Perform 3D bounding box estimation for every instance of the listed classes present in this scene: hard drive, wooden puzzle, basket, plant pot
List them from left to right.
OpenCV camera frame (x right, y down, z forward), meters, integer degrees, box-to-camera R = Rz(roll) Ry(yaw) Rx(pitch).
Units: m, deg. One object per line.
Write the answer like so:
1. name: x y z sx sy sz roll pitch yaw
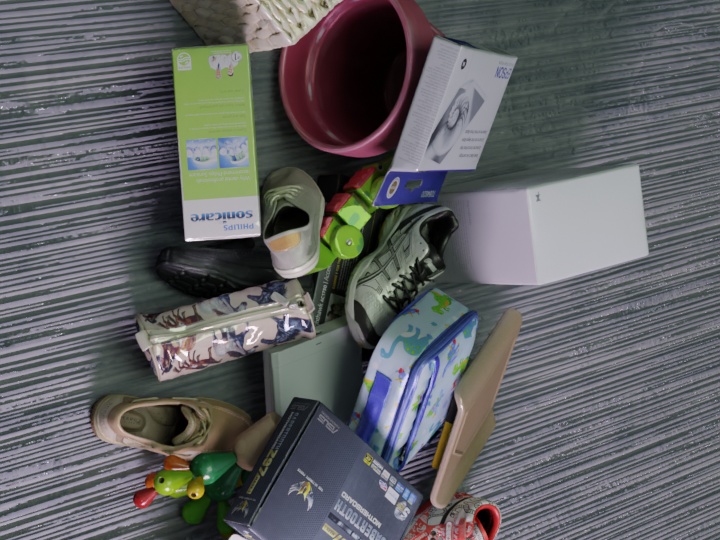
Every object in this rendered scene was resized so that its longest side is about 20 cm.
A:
1. basket: -0.116 -0.320 1.621 0.124 0.199 0.136 -50 117 -19
2. hard drive: -0.052 0.164 1.728 0.131 0.026 0.202 -20 119 -36
3. plant pot: 0.033 -0.226 1.744 0.178 0.199 0.202 7 85 -51
4. wooden puzzle: 0.136 0.167 1.825 0.185 0.037 0.201 -51 157 -45

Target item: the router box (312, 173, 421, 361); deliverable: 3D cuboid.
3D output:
1. router box: 0.000 0.000 1.790 0.148 0.051 0.202 19 78 -34

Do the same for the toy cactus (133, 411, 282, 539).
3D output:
1. toy cactus: -0.140 0.227 1.628 0.165 0.103 0.199 -47 137 16

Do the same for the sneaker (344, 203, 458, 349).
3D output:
1. sneaker: 0.050 0.000 1.720 0.076 0.087 0.201 46 55 -37

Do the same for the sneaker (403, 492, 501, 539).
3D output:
1. sneaker: 0.084 0.338 1.814 0.201 0.107 0.068 -33 109 -32

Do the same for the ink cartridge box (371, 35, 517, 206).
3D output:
1. ink cartridge box: 0.100 -0.160 1.684 0.199 0.040 0.202 -12 125 -65

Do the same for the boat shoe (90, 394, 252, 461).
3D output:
1. boat shoe: -0.195 0.175 1.632 0.199 0.064 0.072 8 85 -37

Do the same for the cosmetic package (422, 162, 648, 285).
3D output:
1. cosmetic package: 0.219 -0.058 1.865 0.198 0.199 0.124 -13 97 -36

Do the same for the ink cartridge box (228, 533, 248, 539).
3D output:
1. ink cartridge box: -0.160 0.378 1.623 0.117 0.067 0.201 31 89 -33

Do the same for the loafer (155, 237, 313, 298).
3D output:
1. loafer: -0.142 -0.005 1.680 0.199 0.068 0.071 11 65 -34

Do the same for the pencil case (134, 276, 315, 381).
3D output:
1. pencil case: -0.147 0.061 1.619 0.198 0.090 0.078 -15 68 -13

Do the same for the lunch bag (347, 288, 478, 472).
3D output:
1. lunch bag: 0.056 0.134 1.711 0.161 0.082 0.201 -35 150 -50

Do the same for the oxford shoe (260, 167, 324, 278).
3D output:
1. oxford shoe: -0.080 -0.068 1.658 0.075 0.201 0.058 -20 123 8

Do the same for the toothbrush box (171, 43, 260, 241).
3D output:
1. toothbrush box: -0.154 -0.135 1.606 0.085 0.146 0.202 -5 93 -4

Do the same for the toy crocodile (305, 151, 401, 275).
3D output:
1. toy crocodile: -0.011 -0.069 1.712 0.062 0.067 0.200 47 67 -20

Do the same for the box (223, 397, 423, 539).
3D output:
1. box: -0.036 0.258 1.613 0.200 0.051 0.158 45 64 -31
